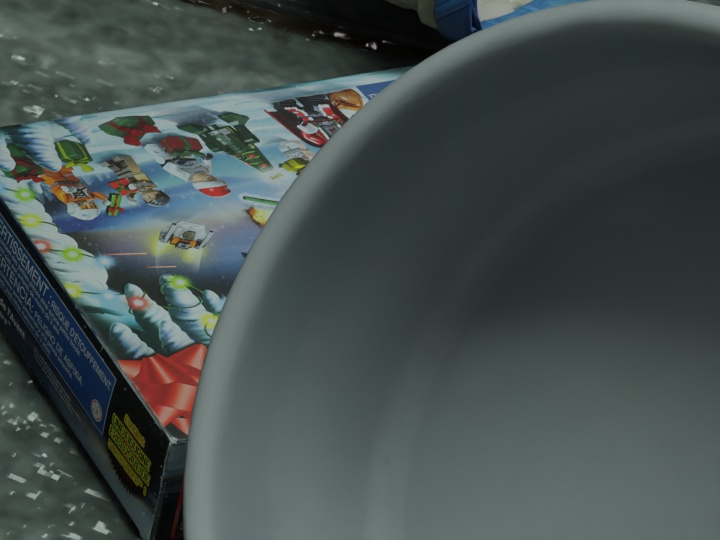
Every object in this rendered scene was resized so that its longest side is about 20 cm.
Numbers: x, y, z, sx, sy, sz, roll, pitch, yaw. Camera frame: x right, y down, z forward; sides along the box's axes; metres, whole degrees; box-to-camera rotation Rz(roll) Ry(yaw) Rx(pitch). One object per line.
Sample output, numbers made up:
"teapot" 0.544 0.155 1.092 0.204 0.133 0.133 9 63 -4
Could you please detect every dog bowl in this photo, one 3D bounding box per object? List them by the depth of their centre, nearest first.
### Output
"dog bowl" 0.063 0.047 0.625 0.200 0.200 0.079 42 12 33

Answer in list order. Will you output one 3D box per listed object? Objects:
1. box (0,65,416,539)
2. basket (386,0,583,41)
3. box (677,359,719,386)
"box" 0.000 0.000 0.807 0.200 0.040 0.137 -11 44 -31
"basket" 0.080 -0.143 0.928 0.200 0.139 0.176 18 28 32
"box" 0.213 0.010 0.721 0.192 0.122 0.200 -12 24 30
